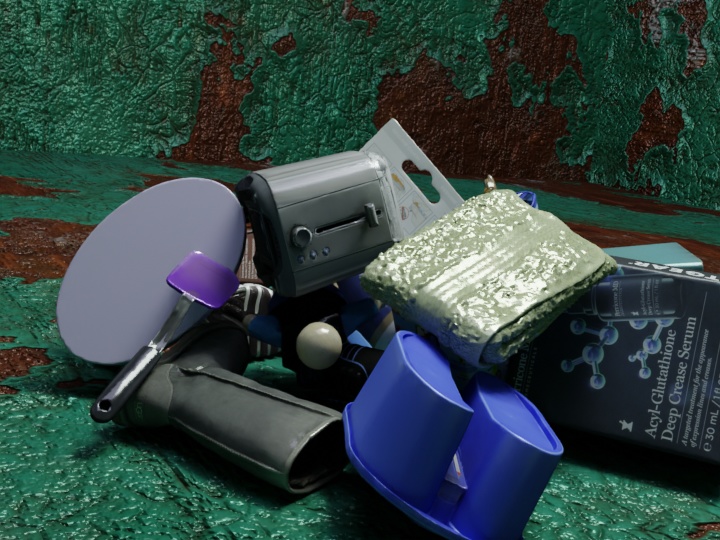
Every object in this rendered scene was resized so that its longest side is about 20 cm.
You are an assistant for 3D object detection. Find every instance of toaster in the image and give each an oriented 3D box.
[{"bbox_3d":[-0.040,-0.048,0.954,0.127,0.115,0.200,-16,9,-12],"label":"toaster"}]

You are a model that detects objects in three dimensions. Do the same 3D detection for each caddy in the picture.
[{"bbox_3d":[0.059,0.129,0.738,0.140,0.106,0.200,29,8,-7],"label":"caddy"}]

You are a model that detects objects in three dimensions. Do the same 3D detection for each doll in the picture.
[{"bbox_3d":[-0.041,0.041,0.950,0.134,0.049,0.200,-8,14,-3],"label":"doll"}]

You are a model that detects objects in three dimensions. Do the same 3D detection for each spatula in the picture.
[{"bbox_3d":[-0.162,0.053,0.847,0.056,0.021,0.201,28,49,4],"label":"spatula"}]

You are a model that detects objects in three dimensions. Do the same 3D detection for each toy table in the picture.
[{"bbox_3d":[-0.189,0.010,0.976,0.199,0.185,0.117,-32,-7,-7],"label":"toy table"}]

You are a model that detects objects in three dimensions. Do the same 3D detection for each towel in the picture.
[{"bbox_3d":[0.108,-0.002,0.853,0.148,0.037,0.199,33,45,31],"label":"towel"}]

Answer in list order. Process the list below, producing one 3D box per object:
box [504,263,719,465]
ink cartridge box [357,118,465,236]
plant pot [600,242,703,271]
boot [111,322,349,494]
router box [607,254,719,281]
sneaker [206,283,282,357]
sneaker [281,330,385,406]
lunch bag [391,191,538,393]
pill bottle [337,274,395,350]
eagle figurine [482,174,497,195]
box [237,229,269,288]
[{"bbox_3d":[0.243,0.077,0.919,0.197,0.151,0.107,11,-4,26],"label":"box"},{"bbox_3d":[0.019,-0.047,1.196,0.163,0.200,0.057,50,7,12],"label":"ink cartridge box"},{"bbox_3d":[0.273,0.049,1.170,0.197,0.144,0.141,0,10,5],"label":"plant pot"},{"bbox_3d":[-0.084,0.107,0.845,0.197,0.074,0.181,5,23,31],"label":"boot"},{"bbox_3d":[0.317,0.076,1.018,0.197,0.152,0.051,12,13,25],"label":"router box"},{"bbox_3d":[-0.123,0.052,1.136,0.114,0.077,0.199,8,0,40],"label":"sneaker"},{"bbox_3d":[-0.011,0.100,0.946,0.077,0.071,0.200,-5,9,-22],"label":"sneaker"},{"bbox_3d":[0.127,0.028,0.977,0.093,0.152,0.199,15,38,40],"label":"lunch bag"},{"bbox_3d":[0.000,0.000,1.114,0.200,0.112,0.110,47,30,22],"label":"pill bottle"},{"bbox_3d":[0.106,-0.022,1.260,0.151,0.200,0.152,48,15,-2],"label":"eagle figurine"},{"bbox_3d":[-0.208,-0.003,1.232,0.197,0.076,0.100,5,-23,-10],"label":"box"}]
